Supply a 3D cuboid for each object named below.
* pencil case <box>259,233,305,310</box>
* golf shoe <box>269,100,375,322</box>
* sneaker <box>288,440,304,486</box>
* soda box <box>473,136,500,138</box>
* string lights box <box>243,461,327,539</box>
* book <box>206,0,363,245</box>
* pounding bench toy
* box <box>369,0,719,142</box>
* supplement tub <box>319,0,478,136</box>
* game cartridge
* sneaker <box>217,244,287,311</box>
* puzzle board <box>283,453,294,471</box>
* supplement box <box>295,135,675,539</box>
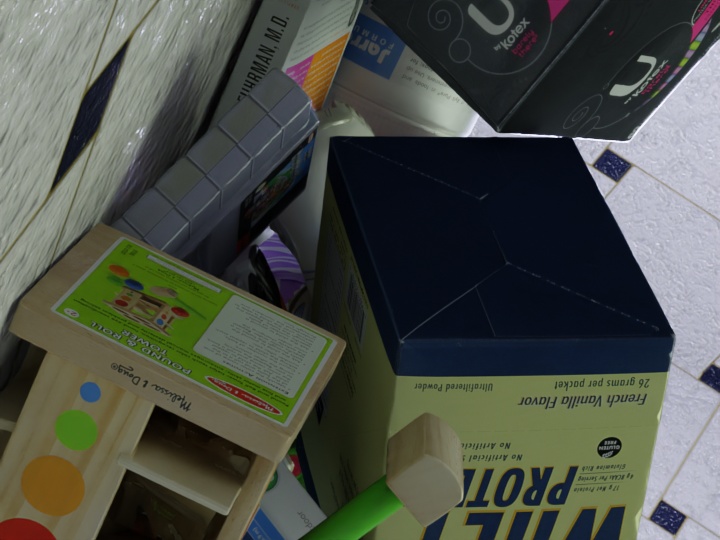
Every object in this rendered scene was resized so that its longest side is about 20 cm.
[{"bbox_3d":[-0.057,0.021,1.561,0.200,0.084,0.086,-117,-137,-74],"label":"pencil case"},{"bbox_3d":[0.000,0.000,1.388,0.078,0.097,0.200,-23,133,-17],"label":"golf shoe"},{"bbox_3d":[-0.013,0.097,1.593,0.200,0.077,0.084,-43,165,35],"label":"sneaker"},{"bbox_3d":[0.034,-0.022,1.500,0.200,0.070,0.064,131,-48,-70],"label":"soda box"},{"bbox_3d":[-0.110,0.164,1.174,0.200,0.103,0.059,-36,169,-20],"label":"string lights box"},{"bbox_3d":[-0.049,-0.098,1.382,0.200,0.048,0.134,-65,175,20],"label":"book"},{"bbox_3d":[-0.070,0.104,1.077,0.124,0.200,0.156,-60,176,-70],"label":"pounding bench toy"},{"bbox_3d":[0.115,-0.148,1.346,0.122,0.106,0.200,-51,161,19],"label":"box"},{"bbox_3d":[0.041,-0.176,1.495,0.132,0.132,0.200,-52,168,-83],"label":"supplement tub"},{"bbox_3d":[-0.076,-0.024,1.235,0.130,0.038,0.200,-41,174,-11],"label":"game cartridge"},{"bbox_3d":[-0.088,0.049,1.338,0.092,0.076,0.200,-19,-162,12],"label":"sneaker"},{"bbox_3d":[-0.087,0.074,1.506,0.017,0.151,0.200,-25,169,-11],"label":"puzzle board"},{"bbox_3d":[0.054,0.065,1.251,0.200,0.134,0.200,-108,-159,-57],"label":"supplement box"}]
